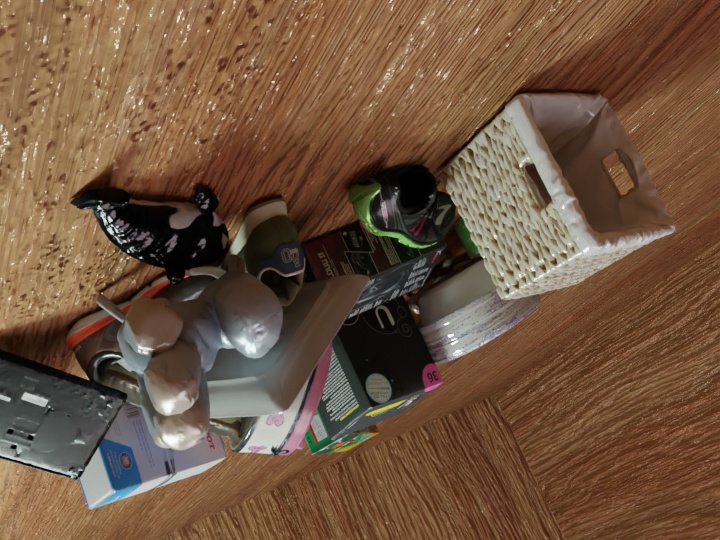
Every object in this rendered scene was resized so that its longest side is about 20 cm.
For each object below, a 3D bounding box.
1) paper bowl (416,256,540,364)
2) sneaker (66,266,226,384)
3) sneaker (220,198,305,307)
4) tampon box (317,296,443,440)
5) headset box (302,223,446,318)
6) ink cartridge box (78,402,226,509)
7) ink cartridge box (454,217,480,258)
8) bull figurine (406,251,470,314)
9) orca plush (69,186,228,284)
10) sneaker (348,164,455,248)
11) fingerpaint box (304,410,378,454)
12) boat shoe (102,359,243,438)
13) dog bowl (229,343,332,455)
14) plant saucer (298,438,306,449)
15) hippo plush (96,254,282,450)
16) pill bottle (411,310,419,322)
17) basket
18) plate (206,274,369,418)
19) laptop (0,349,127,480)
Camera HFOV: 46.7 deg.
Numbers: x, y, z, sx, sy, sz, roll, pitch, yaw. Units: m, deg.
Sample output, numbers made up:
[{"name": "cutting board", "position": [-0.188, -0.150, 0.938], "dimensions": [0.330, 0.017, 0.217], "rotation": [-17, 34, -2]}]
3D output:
[{"name": "paper bowl", "position": [0.168, 0.050, 1.280], "dimensions": [0.198, 0.106, 0.201], "rotation": [-31, 180, 0]}, {"name": "sneaker", "position": [-0.230, 0.067, 0.945], "dimensions": [0.197, 0.083, 0.077], "rotation": [-27, 163, 1]}, {"name": "sneaker", "position": [-0.107, 0.007, 0.942], "dimensions": [0.066, 0.091, 0.201], "rotation": [-19, 162, -25]}, {"name": "tampon box", "position": [-0.001, 0.117, 1.234], "dimensions": [0.148, 0.203, 0.126], "rotation": [-13, 159, -39]}, {"name": "headset box", "position": [0.000, 0.000, 1.110], "dimensions": [0.196, 0.078, 0.149], "rotation": [-21, 162, -16]}, {"name": "ink cartridge box", "position": [-0.311, 0.237, 1.204], "dimensions": [0.085, 0.149, 0.198], "rotation": [-36, 161, 35]}, {"name": "ink cartridge box", "position": [0.249, -0.085, 1.266], "dimensions": [0.197, 0.060, 0.104], "rotation": [-14, 159, -37]}, {"name": "bull figurine", "position": [0.168, 0.015, 1.424], "dimensions": [0.197, 0.066, 0.122], "rotation": [-17, 158, -30]}, {"name": "orca plush", "position": [-0.175, -0.027, 0.775], "dimensions": [0.104, 0.072, 0.200], "rotation": [-27, 163, 2]}, {"name": "sneaker", "position": [0.068, -0.078, 0.990], "dimensions": [0.083, 0.078, 0.198], "rotation": [-31, 164, 29]}, {"name": "fingerpaint box", "position": [-0.063, 0.186, 1.340], "dimensions": [0.072, 0.203, 0.167], "rotation": [-29, 164, 11]}, {"name": "boat shoe", "position": [-0.229, 0.133, 1.012], "dimensions": [0.197, 0.078, 0.071], "rotation": [27, 151, -17]}, {"name": "dog bowl", "position": [-0.100, 0.143, 1.068], "dimensions": [0.072, 0.204, 0.201], "rotation": [21, 146, -13]}, {"name": "plant saucer", "position": [-0.163, 0.210, 1.328], "dimensions": [0.051, 0.198, 0.201], "rotation": [-56, 164, -7]}, {"name": "hippo plush", "position": [-0.155, 0.080, 0.849], "dimensions": [0.158, 0.163, 0.199], "rotation": [-20, -170, -24]}, {"name": "pill bottle", "position": [0.113, 0.121, 1.567], "dimensions": [0.196, 0.114, 0.113], "rotation": [-18, 162, -24]}, {"name": "basket", "position": [0.234, -0.087, 1.005], "dimensions": [0.197, 0.202, 0.160], "rotation": [-10, 159, -44]}, {"name": "plate", "position": [-0.104, 0.079, 0.946], "dimensions": [0.198, 0.032, 0.201], "rotation": [-13, -145, 45]}, {"name": "laptop", "position": [-0.393, 0.164, 0.958], "dimensions": [0.175, 0.104, 0.202], "rotation": [25, 108, -29]}]
